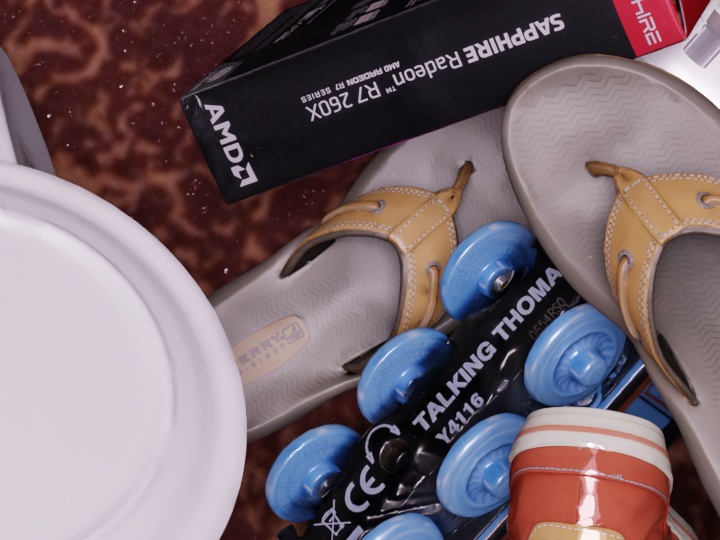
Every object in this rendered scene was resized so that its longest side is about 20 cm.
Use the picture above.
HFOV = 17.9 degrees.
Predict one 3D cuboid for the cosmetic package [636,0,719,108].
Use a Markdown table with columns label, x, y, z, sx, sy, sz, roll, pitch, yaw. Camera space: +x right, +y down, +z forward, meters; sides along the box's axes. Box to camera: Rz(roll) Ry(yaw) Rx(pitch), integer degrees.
| label | x | y | z | sx | sy | sz | roll | pitch | yaw |
| --- | --- | --- | --- | --- | --- | --- | --- | --- | --- |
| cosmetic package | 0.156 | -0.088 | 0.947 | 0.200 | 0.051 | 0.083 | 42 | 89 | 4 |

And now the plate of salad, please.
| label | x | y | z | sx | sy | sz | roll | pitch | yaw |
| --- | --- | --- | --- | --- | --- | --- | --- | --- | --- |
| plate of salad | -0.137 | 0.048 | 0.769 | 0.198 | 0.048 | 0.202 | 9 | 55 | -13 |

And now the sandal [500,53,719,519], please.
| label | x | y | z | sx | sy | sz | roll | pitch | yaw |
| --- | --- | --- | --- | --- | --- | --- | --- | --- | --- |
| sandal | 0.113 | 0.010 | 0.763 | 0.081 | 0.055 | 0.201 | -26 | 74 | 6 |

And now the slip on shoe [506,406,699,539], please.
| label | x | y | z | sx | sy | sz | roll | pitch | yaw |
| --- | --- | --- | --- | --- | --- | --- | --- | --- | --- |
| slip on shoe | 0.085 | 0.108 | 0.824 | 0.073 | 0.200 | 0.062 | 5 | 69 | 11 |

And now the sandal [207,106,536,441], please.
| label | x | y | z | sx | sy | sz | roll | pitch | yaw |
| --- | --- | --- | --- | --- | --- | --- | --- | --- | --- |
| sandal | 0.000 | 0.000 | 0.936 | 0.199 | 0.055 | 0.082 | -33 | 86 | -1 |

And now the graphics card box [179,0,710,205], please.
| label | x | y | z | sx | sy | sz | roll | pitch | yaw |
| --- | --- | --- | --- | --- | --- | --- | --- | --- | --- |
| graphics card box | 0.041 | -0.095 | 0.877 | 0.199 | 0.126 | 0.051 | -18 | 106 | 24 |

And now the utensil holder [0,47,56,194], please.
| label | x | y | z | sx | sy | sz | roll | pitch | yaw |
| --- | --- | --- | --- | --- | --- | --- | --- | --- | --- |
| utensil holder | -0.212 | 0.016 | 0.895 | 0.198 | 0.170 | 0.171 | -17 | 85 | -1 |

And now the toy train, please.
| label | x | y | z | sx | sy | sz | roll | pitch | yaw |
| --- | --- | --- | --- | --- | --- | --- | --- | --- | --- |
| toy train | 0.051 | 0.070 | 0.906 | 0.200 | 0.114 | 0.087 | -50 | 49 | 6 |
